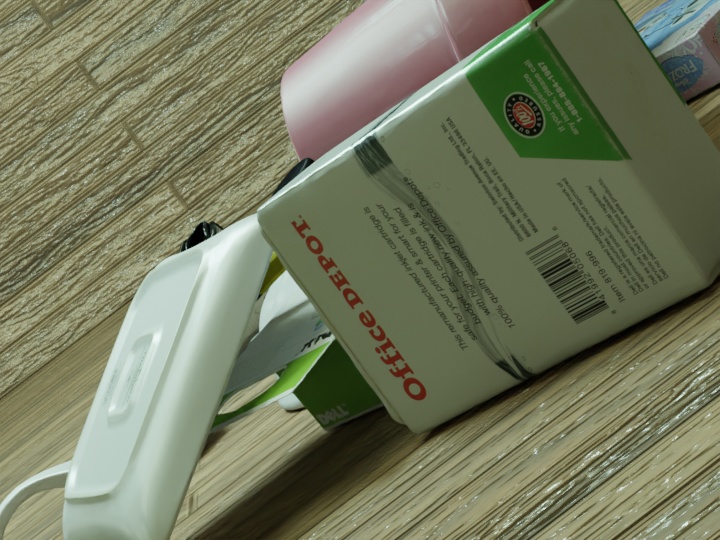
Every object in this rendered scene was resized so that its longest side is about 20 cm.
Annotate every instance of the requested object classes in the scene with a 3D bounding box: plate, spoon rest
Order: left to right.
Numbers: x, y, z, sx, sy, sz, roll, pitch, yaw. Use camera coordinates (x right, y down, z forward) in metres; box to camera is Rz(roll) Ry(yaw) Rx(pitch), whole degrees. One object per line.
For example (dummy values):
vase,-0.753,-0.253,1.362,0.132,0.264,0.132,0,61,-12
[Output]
spoon rest,-0.197,0.154,1.420,0.200,0.061,0.099,-39,8,-11
plate,-0.117,0.065,1.093,0.200,0.032,0.200,-21,48,67

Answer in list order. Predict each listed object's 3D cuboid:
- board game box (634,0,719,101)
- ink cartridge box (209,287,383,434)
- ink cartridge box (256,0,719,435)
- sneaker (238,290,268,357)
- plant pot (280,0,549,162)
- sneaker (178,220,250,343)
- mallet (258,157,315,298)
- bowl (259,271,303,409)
board game box,0.241,-0.170,1.433,0.199,0.043,0.200,-44,10,-37
ink cartridge box,-0.003,0.049,1.102,0.148,0.076,0.200,-28,17,49
ink cartridge box,0.068,-0.027,0.946,0.200,0.147,0.083,-30,8,38
sneaker,-0.114,0.030,1.616,0.200,0.078,0.100,-41,-21,-21
plant pot,0.057,-0.108,1.202,0.178,0.201,0.200,-25,11,19
sneaker,-0.092,-0.013,1.756,0.076,0.116,0.201,-32,8,33
mallet,-0.051,0.010,1.141,0.200,0.066,0.041,-51,8,47
bowl,0.000,0.000,1.331,0.201,0.091,0.201,-36,6,5
